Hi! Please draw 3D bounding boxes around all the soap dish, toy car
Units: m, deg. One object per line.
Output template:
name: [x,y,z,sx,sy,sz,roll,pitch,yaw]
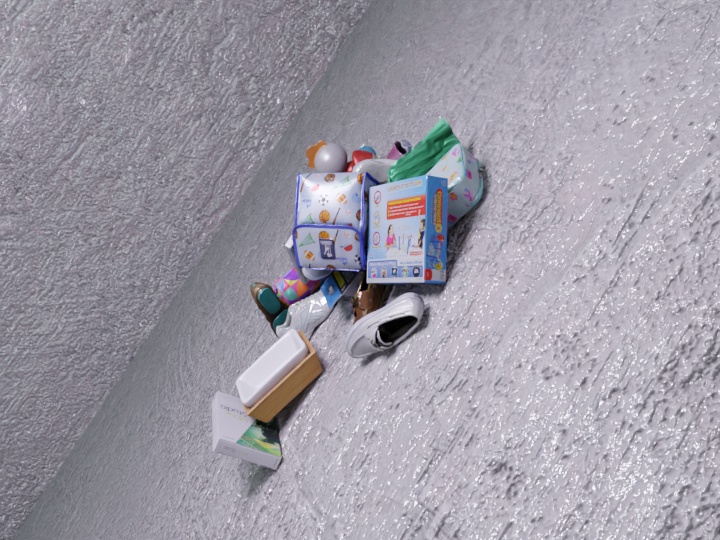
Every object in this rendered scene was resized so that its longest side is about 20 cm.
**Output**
soap dish: [-0.180,0.235,1.606,0.199,0.082,0.157,-42,21,-5]
toy car: [-0.066,-0.272,1.968,0.179,0.197,0.186,-59,13,29]

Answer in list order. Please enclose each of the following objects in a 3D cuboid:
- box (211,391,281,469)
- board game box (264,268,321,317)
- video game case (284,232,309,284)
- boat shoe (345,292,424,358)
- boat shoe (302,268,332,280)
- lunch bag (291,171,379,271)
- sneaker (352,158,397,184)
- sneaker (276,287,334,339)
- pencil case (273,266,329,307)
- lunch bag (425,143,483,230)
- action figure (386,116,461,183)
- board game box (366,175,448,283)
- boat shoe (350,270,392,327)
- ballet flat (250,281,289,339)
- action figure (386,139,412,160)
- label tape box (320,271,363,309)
box: [-0.248,0.341,1.549,0.037,0.142,0.200,-63,20,13]
board game box: [-0.171,0.050,1.957,0.199,0.047,0.153,-29,32,48]
video game case: [-0.104,-0.083,1.703,0.184,0.022,0.201,-58,-19,-18]
boat shoe: [0.043,0.120,1.368,0.198,0.072,0.066,-33,24,28]
boat shoe: [-0.088,-0.028,1.687,0.068,0.073,0.200,-54,4,39]
lunch bag: [-0.053,-0.102,1.534,0.166,0.124,0.205,3,85,20]
sneaker: [0.078,-0.221,1.651,0.073,0.195,0.074,-98,13,-73]
sneaker: [-0.127,0.100,1.745,0.202,0.080,0.070,-53,19,0]
pencil case: [-0.132,0.009,1.819,0.200,0.089,0.088,-43,17,-20]
lunch bag: [0.172,-0.159,1.492,0.200,0.077,0.162,-42,23,31]
action figure: [0.131,-0.231,1.583,0.198,0.119,0.055,-34,-9,3]
board game box: [0.089,-0.074,1.418,0.198,0.055,0.201,-1,86,57]
boat shoe: [0.008,0.072,1.507,0.071,0.068,0.203,-29,33,47]
ballet flat: [-0.217,0.098,1.775,0.068,0.201,0.072,-43,43,-13]
action figure: [0.081,-0.222,1.803,0.148,0.133,0.203,39,110,27]
label tape box: [0.000,0.000,1.640,0.201,0.063,0.144,-53,20,8]
